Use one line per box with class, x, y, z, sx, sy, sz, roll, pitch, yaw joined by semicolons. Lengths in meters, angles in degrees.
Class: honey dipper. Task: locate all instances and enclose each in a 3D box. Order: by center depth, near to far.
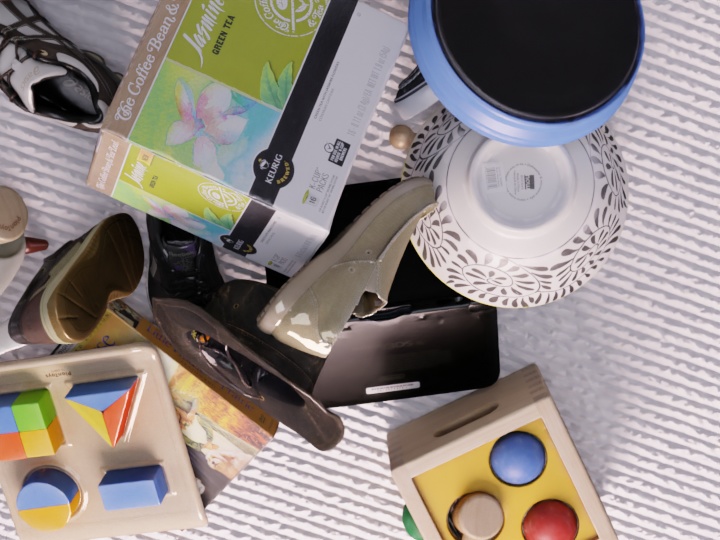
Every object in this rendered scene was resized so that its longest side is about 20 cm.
honey dipper;0.124;-0.105;1.434;0.200;0.038;0.038;9;104;1

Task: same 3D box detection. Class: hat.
hat;-0.078;0.061;1.356;0.201;0.201;0.081;42;71;-11

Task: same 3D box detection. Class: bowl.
bowl;0.140;-0.201;1.319;0.200;0.039;0.201;3;76;-14
bowl;0.133;-0.072;1.367;0.200;0.094;0.201;0;85;1

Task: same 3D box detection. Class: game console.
game console;0.019;0.021;1.468;0.200;0.117;0.176;-7;134;1

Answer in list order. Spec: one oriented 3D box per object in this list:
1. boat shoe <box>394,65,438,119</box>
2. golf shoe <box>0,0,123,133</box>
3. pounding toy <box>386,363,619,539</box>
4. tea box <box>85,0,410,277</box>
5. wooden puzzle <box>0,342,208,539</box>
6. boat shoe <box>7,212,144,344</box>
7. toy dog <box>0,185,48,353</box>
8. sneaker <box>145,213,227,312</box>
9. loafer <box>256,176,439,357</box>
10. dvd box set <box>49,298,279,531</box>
boat shoe;0.092;-0.216;1.383;0.200;0.072;0.068;-44;101;5
golf shoe;-0.287;-0.182;1.370;0.200;0.095;0.078;27;103;-6
pounding toy;0.114;0.224;1.457;0.200;0.142;0.184;-26;103;4
tea box;-0.094;-0.135;1.326;0.196;0.134;0.200;23;69;-7
wooden puzzle;-0.248;0.165;1.446;0.185;0.046;0.200;-9;115;13
boat shoe;-0.240;0.005;1.369;0.065;0.200;0.073;-10;107;16
toy dog;-0.319;0.028;1.404;0.096;0.132;0.200;17;88;-39
sneaker;-0.159;-0.007;1.419;0.076;0.088;0.200;-8;104;0
loafer;0.000;0.000;1.311;0.068;0.076;0.200;47;63;-1
dvd box set;-0.195;0.129;1.465;0.200;0.029;0.146;40;114;-10
